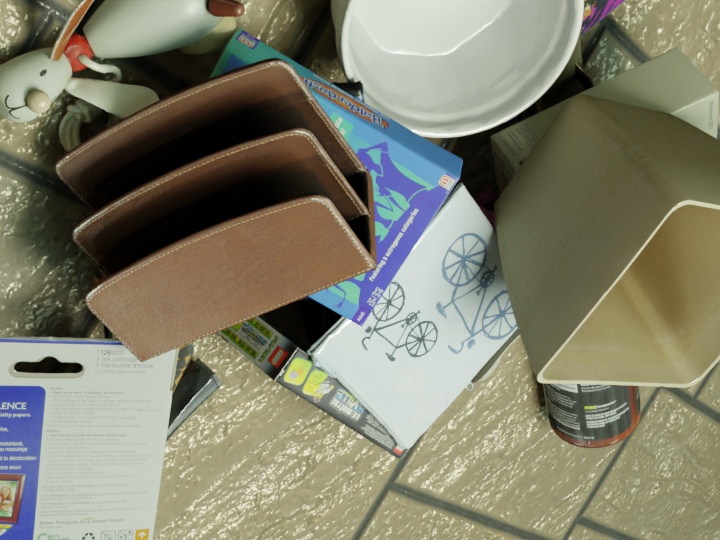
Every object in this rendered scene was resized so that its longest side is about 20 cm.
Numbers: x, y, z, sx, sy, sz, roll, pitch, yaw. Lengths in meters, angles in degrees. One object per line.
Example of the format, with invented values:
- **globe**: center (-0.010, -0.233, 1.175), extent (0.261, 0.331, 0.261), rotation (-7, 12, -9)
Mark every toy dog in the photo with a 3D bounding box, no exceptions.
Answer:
- **toy dog**: center (-0.159, -0.162, 0.925), extent (0.200, 0.096, 0.132), rotation (-53, 136, -3)

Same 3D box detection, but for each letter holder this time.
- **letter holder**: center (-0.109, -0.044, 0.920), extent (0.200, 0.101, 0.142), rotation (-22, 132, 18)

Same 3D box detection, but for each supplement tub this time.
- **supplement tub**: center (0.247, 0.091, 1.414), extent (0.107, 0.107, 0.200), rotation (-32, 131, -23)

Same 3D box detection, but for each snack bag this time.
- **snack bag**: center (0.062, 0.048, 1.140), extent (0.200, 0.021, 0.189), rotation (-48, 136, -7)

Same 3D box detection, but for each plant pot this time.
- **plant pot**: center (0.230, -0.035, 1.092), extent (0.200, 0.177, 0.200), rotation (6, 132, -36)

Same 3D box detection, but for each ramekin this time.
- **ramekin**: center (0.068, -0.218, 1.045), extent (0.200, 0.105, 0.200), rotation (-10, 131, -12)

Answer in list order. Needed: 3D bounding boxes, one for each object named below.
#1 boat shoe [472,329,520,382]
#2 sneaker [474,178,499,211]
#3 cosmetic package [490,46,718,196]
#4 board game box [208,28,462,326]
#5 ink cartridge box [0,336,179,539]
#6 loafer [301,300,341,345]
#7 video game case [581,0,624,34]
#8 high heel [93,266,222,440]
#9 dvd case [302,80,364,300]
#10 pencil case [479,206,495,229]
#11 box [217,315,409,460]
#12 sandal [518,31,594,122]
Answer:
- **boat shoe**: center (0.128, 0.044, 1.280), extent (0.057, 0.067, 0.200), rotation (0, 138, -27)
- **sneaker**: center (0.201, -0.063, 1.310), extent (0.200, 0.080, 0.086), rotation (-23, 139, -22)
- **cosmetic package**: center (0.228, -0.113, 1.209), extent (0.200, 0.073, 0.104), rotation (-26, 143, -5)
- **board game box**: center (-0.045, -0.069, 1.004), extent (0.200, 0.045, 0.152), rotation (29, 116, -6)
- **ink cartridge box**: center (-0.251, 0.132, 1.013), extent (0.197, 0.047, 0.200), rotation (3, 112, -19)
- **loafer**: center (0.000, 0.000, 1.140), extent (0.073, 0.071, 0.200), rotation (-10, 122, -34)
- **video game case**: center (0.150, -0.269, 1.173), extent (0.200, 0.036, 0.181), rotation (-39, 135, -18)
- **high heel**: center (-0.201, 0.091, 1.052), extent (0.143, 0.071, 0.200), rotation (-45, 141, -15)
- **dvd case**: center (-0.059, -0.059, 1.063), extent (0.142, 0.018, 0.200), rotation (-1, 125, 8)
- **pencil case**: center (0.075, 0.032, 1.229), extent (0.086, 0.083, 0.200), rotation (15, 114, -40)
- **box**: center (-0.039, 0.098, 1.168), extent (0.035, 0.110, 0.200), rotation (-54, 136, -3)
- **sandal**: center (0.193, -0.165, 1.226), extent (0.080, 0.054, 0.200), rotation (-42, 157, -10)
